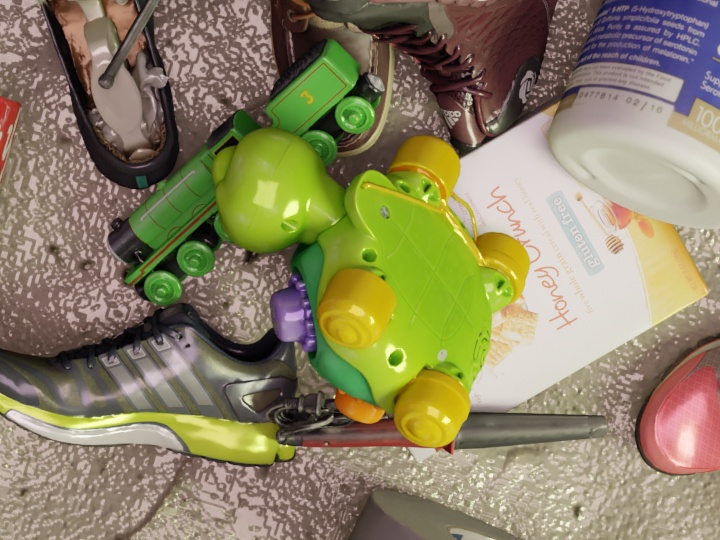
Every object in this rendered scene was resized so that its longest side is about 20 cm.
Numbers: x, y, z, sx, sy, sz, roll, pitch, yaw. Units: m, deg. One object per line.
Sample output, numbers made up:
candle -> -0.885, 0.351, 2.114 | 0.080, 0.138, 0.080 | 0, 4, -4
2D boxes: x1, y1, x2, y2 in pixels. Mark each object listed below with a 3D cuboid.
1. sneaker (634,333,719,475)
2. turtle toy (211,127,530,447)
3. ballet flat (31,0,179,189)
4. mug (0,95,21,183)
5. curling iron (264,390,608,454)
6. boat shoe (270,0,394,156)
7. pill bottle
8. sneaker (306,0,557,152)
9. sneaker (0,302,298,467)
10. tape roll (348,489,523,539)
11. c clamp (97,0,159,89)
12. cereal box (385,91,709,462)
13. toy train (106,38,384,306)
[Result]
sneaker -> 0.254, 0.065, 1.454 | 0.200, 0.087, 0.074 | -21, 96, 0
turtle toy -> 0.000, 0.000, 1.367 | 0.101, 0.146, 0.200 | -15, 124, 39
ballet flat -> -0.148, -0.142, 1.422 | 0.073, 0.073, 0.201 | -17, 96, -1
mug -> -0.269, -0.015, 1.381 | 0.133, 0.178, 0.201 | 19, 90, 2
curling iron -> 0.045, 0.090, 1.432 | 0.199, 0.050, 0.026 | 4, 72, -13
boat shoe -> -0.022, -0.164, 1.418 | 0.072, 0.072, 0.201 | 0, 95, 11
pill bottle -> 0.193, -0.136, 1.399 | 0.119, 0.120, 0.200 | 25, 76, -5
sneaker -> 0.046, -0.119, 1.391 | 0.200, 0.076, 0.116 | -12, 112, -46
sneaker -> -0.127, 0.055, 1.433 | 0.199, 0.074, 0.081 | 8, 104, -18
tape roll -> 0.082, 0.194, 1.403 | 0.200, 0.200, 0.066 | 24, 93, -5
c clamp -> -0.046, -0.176, 1.339 | 0.027, 0.200, 0.171 | 34, 67, -34
cereal box -> 0.081, 0.001, 1.462 | 0.200, 0.040, 0.144 | -31, 97, 1
toy train -> -0.068, -0.054, 1.417 | 0.056, 0.042, 0.200 | 43, 115, -14
